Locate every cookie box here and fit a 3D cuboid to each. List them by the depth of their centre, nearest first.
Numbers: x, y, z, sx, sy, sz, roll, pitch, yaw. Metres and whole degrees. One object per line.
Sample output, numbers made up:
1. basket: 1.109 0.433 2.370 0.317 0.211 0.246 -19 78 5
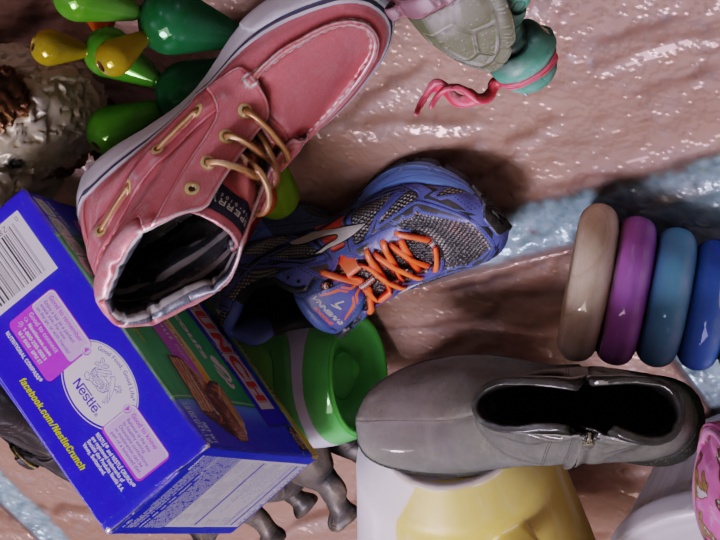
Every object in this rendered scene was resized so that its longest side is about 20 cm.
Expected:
1. cookie box: -0.122 0.053 1.277 0.171 0.075 0.200 53 -172 13

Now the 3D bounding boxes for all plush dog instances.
1. plush dog: -0.212 -0.068 1.300 0.172 0.161 0.200 -23 168 28

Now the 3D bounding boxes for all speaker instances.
1. speaker: -0.087 0.065 1.425 0.200 0.089 0.088 -3 136 29

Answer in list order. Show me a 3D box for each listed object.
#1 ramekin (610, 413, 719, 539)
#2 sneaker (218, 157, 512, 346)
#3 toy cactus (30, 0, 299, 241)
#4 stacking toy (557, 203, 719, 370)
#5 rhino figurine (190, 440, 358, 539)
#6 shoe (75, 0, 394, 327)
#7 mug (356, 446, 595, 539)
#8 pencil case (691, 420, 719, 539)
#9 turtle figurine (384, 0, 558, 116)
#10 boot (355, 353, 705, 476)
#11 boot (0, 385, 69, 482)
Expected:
1. ramekin: 0.248 0.163 1.372 0.202 0.094 0.202 14 141 11
2. sneaker: 0.000 0.000 1.310 0.200 0.078 0.075 -19 127 40
3. toy cactus: -0.068 -0.103 1.230 0.165 0.102 0.200 -25 122 21
4. stacking toy: 0.207 0.022 1.248 0.200 0.085 0.085 10 141 4
5. rhino figurine: -0.069 0.132 1.514 0.200 0.060 0.087 -24 110 45
6. shoe: -0.057 -0.055 1.162 0.200 0.091 0.071 -38 127 18
7. mug: 0.078 0.145 1.382 0.186 0.149 0.153 16 143 25
8. pencil case: 0.274 0.110 1.238 0.200 0.087 0.083 -7 -173 -15
9. turtle figurine: 0.051 -0.151 1.097 0.150 0.101 0.200 -17 122 39
10. boot: 0.078 0.070 1.242 0.200 0.068 0.131 -2 172 17
11. boot: -0.249 0.076 1.517 0.200 0.069 0.174 34 177 38
